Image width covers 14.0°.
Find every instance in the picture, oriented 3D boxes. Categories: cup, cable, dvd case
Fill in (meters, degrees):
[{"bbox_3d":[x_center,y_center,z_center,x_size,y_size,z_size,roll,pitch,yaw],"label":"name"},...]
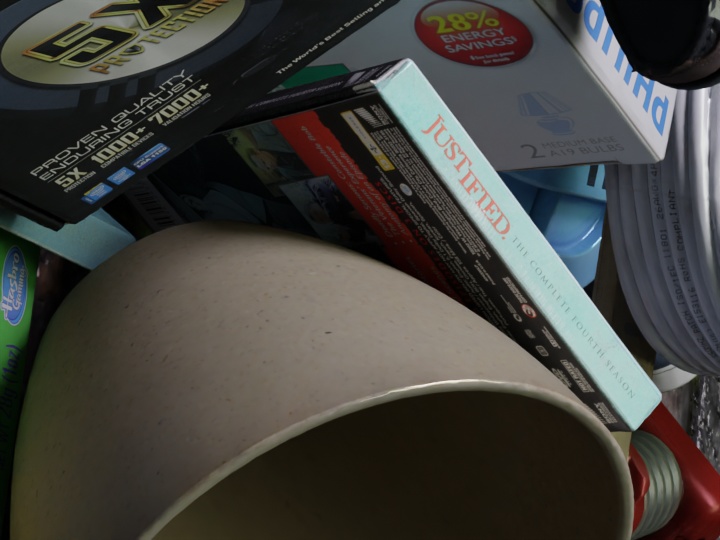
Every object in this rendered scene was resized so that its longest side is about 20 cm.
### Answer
[{"bbox_3d":[-0.033,0.067,0.945,0.200,0.200,0.143,48,6,-48],"label":"cup"},{"bbox_3d":[0.159,-0.053,1.148,0.200,0.069,0.200,-30,115,-53],"label":"cable"},{"bbox_3d":[0.000,0.000,1.004,0.022,0.200,0.146,-47,108,-27],"label":"dvd case"}]

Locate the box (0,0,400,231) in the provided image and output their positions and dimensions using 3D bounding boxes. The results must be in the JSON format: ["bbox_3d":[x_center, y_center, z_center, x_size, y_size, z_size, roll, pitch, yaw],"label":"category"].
[{"bbox_3d":[-0.060,-0.114,0.838,0.086,0.200,0.164,60,10,21],"label":"box"}]

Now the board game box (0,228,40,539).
[{"bbox_3d":[-0.177,0.034,0.874,0.200,0.040,0.153,30,62,-56],"label":"board game box"}]

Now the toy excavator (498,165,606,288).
[{"bbox_3d":[0.046,-0.018,1.183,0.194,0.100,0.200,8,104,-56],"label":"toy excavator"}]

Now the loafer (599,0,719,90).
[{"bbox_3d":[0.084,-0.158,0.938,0.063,0.072,0.200,-2,87,-51],"label":"loafer"}]

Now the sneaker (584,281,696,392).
[{"bbox_3d":[0.146,-0.063,1.422,0.146,0.077,0.202,53,45,-49],"label":"sneaker"}]

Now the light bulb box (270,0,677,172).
[{"bbox_3d":[0.020,-0.145,1.082,0.125,0.198,0.200,47,49,-47],"label":"light bulb box"}]

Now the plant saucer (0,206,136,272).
[{"bbox_3d":[-0.140,-0.043,0.917,0.019,0.070,0.200,-54,148,5],"label":"plant saucer"}]

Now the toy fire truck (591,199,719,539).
[{"bbox_3d":[0.096,0.075,1.199,0.129,0.200,0.176,53,26,15],"label":"toy fire truck"}]
